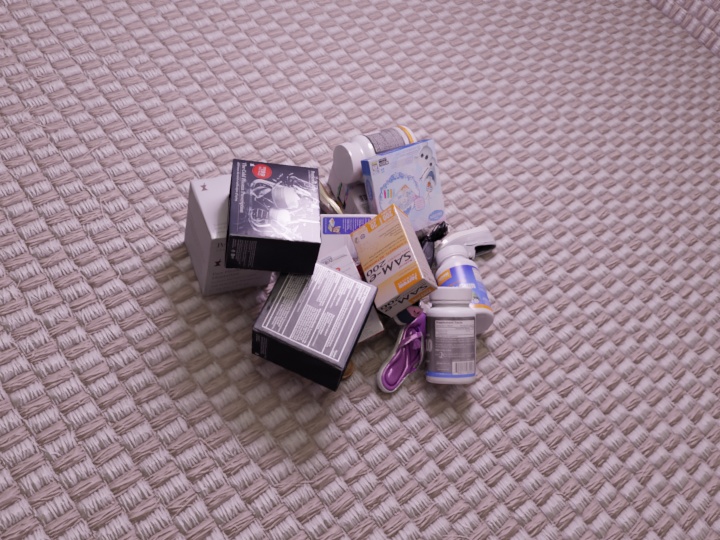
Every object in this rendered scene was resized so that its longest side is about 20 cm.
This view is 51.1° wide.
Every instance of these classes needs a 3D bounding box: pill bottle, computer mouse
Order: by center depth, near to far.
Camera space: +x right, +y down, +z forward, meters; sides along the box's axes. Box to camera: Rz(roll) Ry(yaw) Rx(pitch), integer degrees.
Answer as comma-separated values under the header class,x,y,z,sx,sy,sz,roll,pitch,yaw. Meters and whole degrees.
class,x,y,z,sx,sy,sz,roll,pitch,yaw
pill bottle,0.196,0.139,1.639,0.111,0.113,0.206,1,88,-18
pill bottle,0.237,0.045,1.781,0.109,0.113,0.204,-1,55,-19
computer mouse,0.150,-0.017,1.806,0.052,0.138,0.202,38,59,-9
pill bottle,0.037,-0.281,1.844,0.196,0.117,0.118,-18,61,-30

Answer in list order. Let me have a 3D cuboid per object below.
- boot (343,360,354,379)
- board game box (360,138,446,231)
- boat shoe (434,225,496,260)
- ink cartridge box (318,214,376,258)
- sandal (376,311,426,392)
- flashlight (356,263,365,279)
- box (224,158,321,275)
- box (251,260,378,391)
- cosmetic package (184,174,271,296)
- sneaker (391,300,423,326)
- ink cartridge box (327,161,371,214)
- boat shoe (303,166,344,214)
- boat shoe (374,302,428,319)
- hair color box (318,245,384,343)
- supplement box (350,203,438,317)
class,x,y,z,sx,sy,sz,roll,pitch,yaw
boot,-0.102,0.174,1.596,0.196,0.076,0.075,20,48,-5
board game box,0.107,-0.192,1.811,0.197,0.204,0.043,-21,18,-28
boat shoe,0.264,-0.052,1.898,0.197,0.073,0.069,-16,59,-38
ink cartridge box,-0.035,-0.078,1.717,0.195,0.039,0.102,0,95,-13
sandal,0.109,0.182,1.645,0.082,0.049,0.205,42,66,-22
flashlight,0.000,0.000,1.759,0.199,0.069,0.067,-37,36,-31
box,-0.174,-0.107,1.497,0.177,0.105,0.204,5,52,-13
box,-0.093,0.102,1.519,0.194,0.124,0.203,23,59,5
cosmetic package,-0.281,-0.080,1.643,0.161,0.202,0.167,-12,58,-25
sneaker,0.111,0.017,1.661,0.069,0.081,0.205,17,61,-37
ink cartridge box,0.021,-0.191,1.902,0.142,0.085,0.203,-12,59,-26
boat shoe,-0.092,-0.143,1.753,0.065,0.073,0.201,-39,96,-15
boat shoe,0.085,0.089,1.732,0.201,0.092,0.075,52,45,-13
hair color box,-0.036,0.063,1.646,0.109,0.064,0.204,-25,83,-1
supplement box,0.069,-0.022,1.613,0.073,0.125,0.203,32,31,-52
